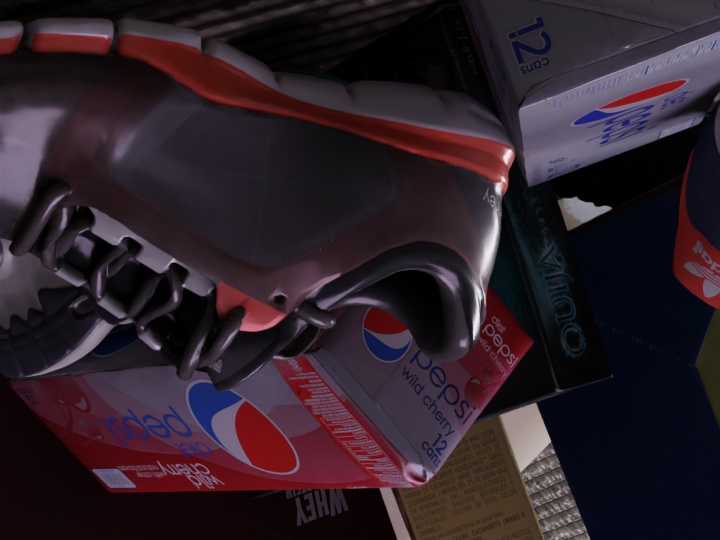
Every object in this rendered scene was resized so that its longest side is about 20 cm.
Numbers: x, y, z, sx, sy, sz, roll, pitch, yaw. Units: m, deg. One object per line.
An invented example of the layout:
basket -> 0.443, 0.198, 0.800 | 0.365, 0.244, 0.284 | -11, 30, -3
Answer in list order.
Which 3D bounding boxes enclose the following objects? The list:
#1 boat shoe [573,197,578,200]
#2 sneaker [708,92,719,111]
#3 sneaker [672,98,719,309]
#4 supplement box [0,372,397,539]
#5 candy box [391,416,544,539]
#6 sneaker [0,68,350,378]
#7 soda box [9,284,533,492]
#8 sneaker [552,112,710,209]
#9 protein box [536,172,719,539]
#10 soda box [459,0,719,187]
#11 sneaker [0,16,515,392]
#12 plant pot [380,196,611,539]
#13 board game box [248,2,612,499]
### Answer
boat shoe -> 0.182, -0.075, 0.893 | 0.202, 0.075, 0.086 | -27, 145, 15
sneaker -> 0.191, -0.100, 0.723 | 0.200, 0.075, 0.082 | -18, 177, -17
sneaker -> 0.155, -0.056, 0.632 | 0.200, 0.075, 0.085 | -38, 161, -42
supplement box -> -0.116, 0.086, 0.843 | 0.197, 0.200, 0.133 | -16, 174, -40
candy box -> 0.022, 0.039, 0.861 | 0.055, 0.200, 0.115 | -21, 175, -1
sneaker -> -0.066, -0.027, 0.670 | 0.200, 0.078, 0.080 | -18, -163, 41
soda box -> -0.037, 0.032, 0.686 | 0.200, 0.063, 0.070 | -8, -143, 53
sneaker -> 0.094, -0.060, 0.783 | 0.200, 0.079, 0.075 | -17, 175, -19
protein box -> 0.184, 0.062, 0.804 | 0.135, 0.199, 0.200 | -27, 168, 29
soda box -> 0.063, -0.073, 0.554 | 0.063, 0.068, 0.200 | -20, 175, 4
sneaker -> -0.046, -0.012, 0.513 | 0.200, 0.082, 0.077 | 5, 166, -23
plant pot -> 0.058, 0.012, 0.994 | 0.187, 0.188, 0.200 | -15, 162, -45
board game box -> 0.000, 0.000, 0.732 | 0.028, 0.136, 0.200 | -12, 171, -37
